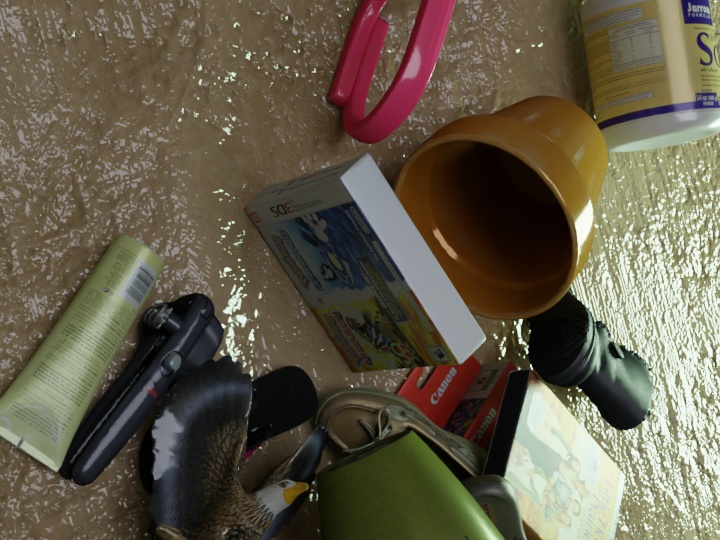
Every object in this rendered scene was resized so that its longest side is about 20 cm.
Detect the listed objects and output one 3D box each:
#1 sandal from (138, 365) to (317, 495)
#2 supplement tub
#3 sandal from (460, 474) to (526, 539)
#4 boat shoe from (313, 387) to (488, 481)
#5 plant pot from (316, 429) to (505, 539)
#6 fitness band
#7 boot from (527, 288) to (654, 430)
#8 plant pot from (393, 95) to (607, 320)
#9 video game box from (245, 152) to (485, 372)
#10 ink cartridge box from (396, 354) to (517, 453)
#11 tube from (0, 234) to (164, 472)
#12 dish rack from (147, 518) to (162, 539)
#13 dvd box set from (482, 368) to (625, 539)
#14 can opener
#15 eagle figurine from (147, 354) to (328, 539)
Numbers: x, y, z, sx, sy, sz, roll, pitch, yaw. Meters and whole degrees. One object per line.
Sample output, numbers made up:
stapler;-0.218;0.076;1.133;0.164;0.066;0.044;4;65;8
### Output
sandal;-0.115;0.138;1.217;0.199;0.045;0.076;-27;92;-34
supplement tub;0.323;-0.243;1.505;0.144;0.145;0.203;-7;87;-34
sandal;0.133;0.274;1.249;0.081;0.055;0.202;-13;124;4
boat shoe;0.049;0.172;1.289;0.198;0.063;0.074;23;105;-14
plant pot;0.043;0.248;1.155;0.186;0.187;0.202;-24;88;-33
fitness band;0.033;-0.218;1.310;0.037;0.143;0.202;26;70;-29
boot;0.246;0.103;1.396;0.076;0.201;0.168;-40;108;13
plant pot;0.159;-0.083;1.361;0.201;0.199;0.183;58;43;-13
video game box;0.000;0.000;1.235;0.047;0.182;0.201;-40;105;-27
ink cartridge box;0.135;0.157;1.381;0.200;0.050;0.109;47;61;-20
tube;-0.239;0.064;1.152;0.201;0.057;0.052;-62;157;-20
dish rack;-0.115;0.298;1.193;0.199;0.054;0.155;26;71;-29
dvd box set;0.193;0.214;1.336;0.200;0.029;0.147;47;48;-33
can opener;-0.188;0.101;1.167;0.079;0.063;0.201;47;61;-20
eagle figurine;-0.102;0.194;1.130;0.149;0.201;0.153;-1;126;0
